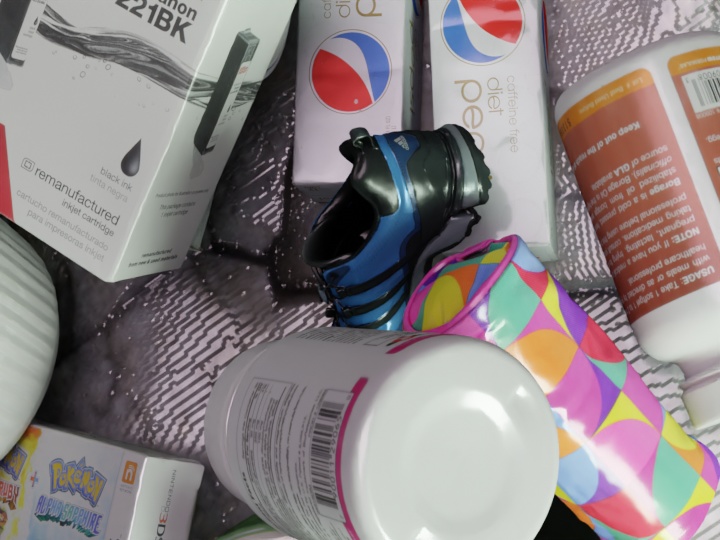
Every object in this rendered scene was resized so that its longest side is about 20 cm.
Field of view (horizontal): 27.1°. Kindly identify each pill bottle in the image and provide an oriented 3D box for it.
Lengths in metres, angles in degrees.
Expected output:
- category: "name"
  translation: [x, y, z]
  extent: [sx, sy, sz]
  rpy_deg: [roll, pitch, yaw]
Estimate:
- category: "pill bottle"
  translation: [0.190, -0.020, 0.834]
  extent: [0.111, 0.112, 0.202]
  rpy_deg: [-20, 79, 9]
- category: "pill bottle"
  translation: [0.000, 0.086, 0.752]
  extent: [0.112, 0.199, 0.115]
  rpy_deg: [0, 90, -28]

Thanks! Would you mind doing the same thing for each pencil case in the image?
- category: "pencil case"
  translation: [0.111, 0.069, 0.809]
  extent: [0.088, 0.088, 0.200]
  rpy_deg: [-43, 110, 3]

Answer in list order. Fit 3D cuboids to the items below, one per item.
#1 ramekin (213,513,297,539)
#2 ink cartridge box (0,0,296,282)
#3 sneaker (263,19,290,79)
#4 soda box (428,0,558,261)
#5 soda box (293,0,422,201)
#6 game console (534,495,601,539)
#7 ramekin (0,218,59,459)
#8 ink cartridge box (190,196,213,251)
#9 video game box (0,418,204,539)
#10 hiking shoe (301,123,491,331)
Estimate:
- category: "ramekin"
  translation: [-0.033, 0.233, 0.853]
  extent: [0.197, 0.098, 0.203]
  rpy_deg: [-2, 82, 12]
- category: "ink cartridge box"
  translation: [-0.134, -0.118, 0.818]
  extent: [0.143, 0.084, 0.202]
  rpy_deg: [30, 106, 16]
- category: "sneaker"
  translation: [-0.059, -0.209, 0.856]
  extent: [0.072, 0.071, 0.203]
  rpy_deg: [7, 82, -28]
- category: "soda box"
  translation: [0.079, -0.107, 0.896]
  extent: [0.067, 0.064, 0.203]
  rpy_deg: [-4, 82, 11]
- category: "soda box"
  translation: [0.000, -0.145, 0.910]
  extent: [0.067, 0.064, 0.203]
  rpy_deg: [0, 81, 12]
- category: "game console"
  translation: [0.077, 0.205, 0.803]
  extent: [0.031, 0.199, 0.178]
  rpy_deg: [-38, 79, 49]
- category: "ramekin"
  translation: [-0.274, 0.042, 0.899]
  extent: [0.198, 0.105, 0.202]
  rpy_deg: [-16, 58, 27]
- category: "ink cartridge box"
  translation: [-0.166, -0.133, 0.941]
  extent: [0.173, 0.084, 0.203]
  rpy_deg: [14, 85, 14]
- category: "video game box"
  translation: [-0.177, 0.185, 0.866]
  extent: [0.199, 0.046, 0.185]
  rpy_deg: [4, 79, 50]
- category: "hiking shoe"
  translation: [0.000, 0.000, 0.851]
  extent: [0.075, 0.086, 0.202]
  rpy_deg: [-119, 39, -47]
